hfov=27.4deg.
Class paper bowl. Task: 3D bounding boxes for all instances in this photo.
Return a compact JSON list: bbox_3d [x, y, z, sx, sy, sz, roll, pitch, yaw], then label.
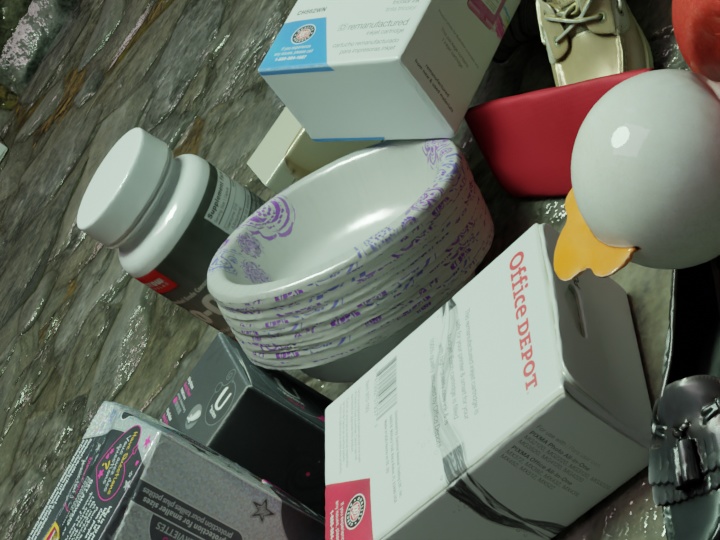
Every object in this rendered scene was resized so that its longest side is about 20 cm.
[{"bbox_3d":[0.000,0.000,1.031,0.198,0.105,0.201,-24,23,11],"label":"paper bowl"}]

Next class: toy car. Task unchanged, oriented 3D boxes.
[{"bbox_3d":[0.165,-0.074,0.722,0.199,0.184,0.178,-37,30,15],"label":"toy car"}]

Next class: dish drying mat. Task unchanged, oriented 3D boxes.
[{"bbox_3d":[0.141,-0.086,0.962,0.018,0.078,0.199,-33,14,-25],"label":"dish drying mat"}]

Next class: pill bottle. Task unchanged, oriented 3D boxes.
[{"bbox_3d":[-0.130,-0.024,1.236,0.114,0.199,0.115,-42,28,29],"label":"pill bottle"}]

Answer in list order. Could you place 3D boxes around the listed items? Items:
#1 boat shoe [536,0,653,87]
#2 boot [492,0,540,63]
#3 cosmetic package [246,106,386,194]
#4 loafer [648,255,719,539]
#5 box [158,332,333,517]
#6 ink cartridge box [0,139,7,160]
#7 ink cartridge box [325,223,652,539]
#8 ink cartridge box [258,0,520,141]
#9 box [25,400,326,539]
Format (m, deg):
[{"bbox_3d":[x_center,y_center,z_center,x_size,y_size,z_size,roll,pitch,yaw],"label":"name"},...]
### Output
[{"bbox_3d":[0.149,-0.174,0.999,0.072,0.065,0.203,-19,62,34],"label":"boat shoe"},{"bbox_3d":[0.156,-0.263,1.141,0.131,0.069,0.202,-5,55,59],"label":"boot"},{"bbox_3d":[0.006,-0.136,1.234,0.201,0.103,0.073,-56,25,6],"label":"cosmetic package"},{"bbox_3d":[0.171,0.057,0.742,0.072,0.063,0.202,-28,37,47],"label":"loafer"},{"bbox_3d":[-0.098,0.169,1.041,0.201,0.122,0.106,-56,24,5],"label":"box"},{"bbox_3d":[-0.732,-0.216,2.682,0.126,0.128,0.200,-57,25,0],"label":"ink cartridge box"},{"bbox_3d":[0.070,0.093,0.862,0.200,0.083,0.146,-43,28,28],"label":"ink cartridge box"},{"bbox_3d":[0.035,-0.199,1.078,0.143,0.085,0.202,2,55,42],"label":"ink cartridge box"},{"bbox_3d":[-0.092,0.188,0.912,0.133,0.199,0.114,-61,27,-9],"label":"box"}]
